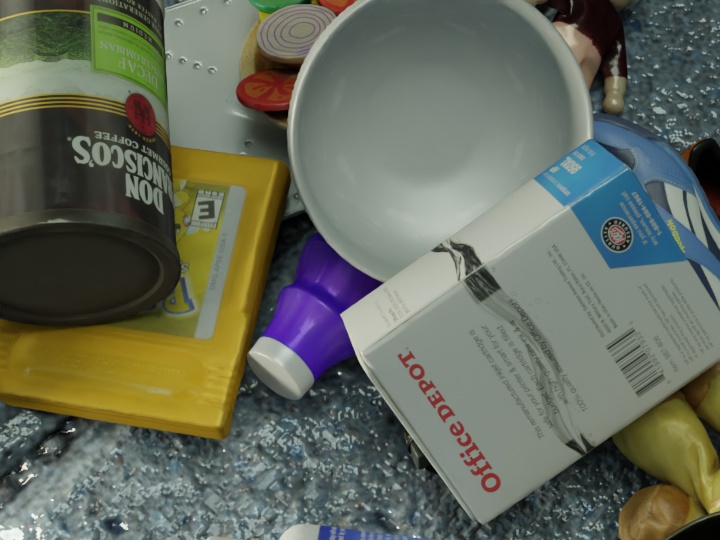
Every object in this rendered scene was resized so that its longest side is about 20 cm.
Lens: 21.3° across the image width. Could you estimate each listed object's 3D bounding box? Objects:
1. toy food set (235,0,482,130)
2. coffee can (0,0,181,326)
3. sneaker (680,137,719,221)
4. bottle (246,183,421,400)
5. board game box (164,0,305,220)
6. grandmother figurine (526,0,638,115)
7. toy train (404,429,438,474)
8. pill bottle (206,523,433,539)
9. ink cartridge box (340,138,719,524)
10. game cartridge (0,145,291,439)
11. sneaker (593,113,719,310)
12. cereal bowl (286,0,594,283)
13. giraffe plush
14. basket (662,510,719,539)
[{"bbox_3d":[0.006,-0.158,1.353,0.197,0.049,0.201,-13,46,-2],"label":"toy food set"},{"bbox_3d":[-0.196,-0.084,1.250,0.145,0.147,0.201,-4,64,-6],"label":"coffee can"},{"bbox_3d":[0.279,-0.005,1.318,0.070,0.090,0.200,-30,66,-19],"label":"sneaker"},{"bbox_3d":[0.000,0.000,1.301,0.065,0.084,0.200,15,57,43],"label":"bottle"},{"bbox_3d":[-0.064,-0.124,1.400,0.199,0.026,0.201,-21,64,-14],"label":"board game box"},{"bbox_3d":[0.156,-0.168,1.411,0.060,0.121,0.200,1,48,45],"label":"grandmother figurine"},{"bbox_3d":[0.122,0.086,1.291,0.199,0.034,0.046,-18,52,-13],"label":"toy train"},{"bbox_3d":[0.000,0.215,1.164,0.199,0.112,0.113,8,60,1],"label":"pill bottle"},{"bbox_3d":[0.109,0.037,1.191,0.200,0.084,0.145,-35,110,1],"label":"ink cartridge box"},{"bbox_3d":[-0.152,0.006,1.298,0.175,0.032,0.201,8,64,10],"label":"game cartridge"},{"bbox_3d":[0.196,-0.017,1.284,0.082,0.074,0.200,-36,87,-40],"label":"sneaker"},{"bbox_3d":[0.048,-0.092,1.237,0.199,0.083,0.201,-1,103,-6],"label":"cereal bowl"},{"bbox_3d":[0.255,0.138,1.165,0.172,0.162,0.201,-19,80,-9],"label":"giraffe plush"},{"bbox_3d":[0.193,0.254,1.103,0.136,0.200,0.181,31,62,14],"label":"basket"}]
